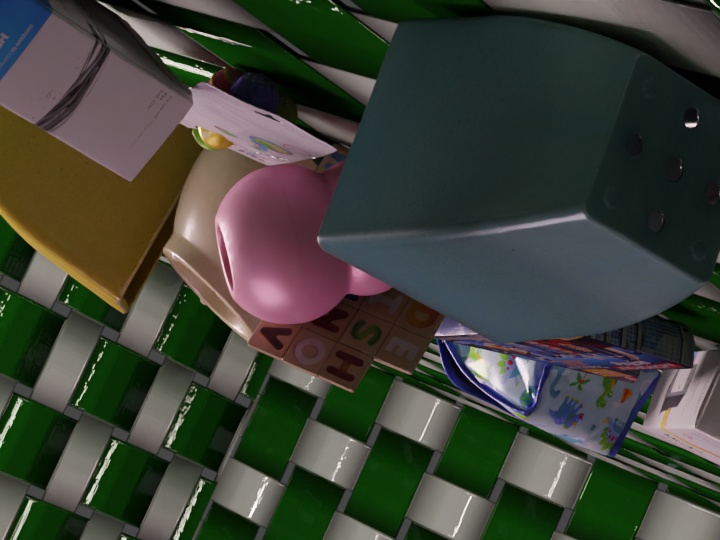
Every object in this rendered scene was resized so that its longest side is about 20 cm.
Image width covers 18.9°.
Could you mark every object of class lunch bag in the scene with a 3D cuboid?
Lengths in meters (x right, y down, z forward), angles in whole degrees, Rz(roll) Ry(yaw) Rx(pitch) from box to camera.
[{"bbox_3d":[0.171,0.086,2.178,0.170,0.128,0.200,28,-173,-46],"label":"lunch bag"}]

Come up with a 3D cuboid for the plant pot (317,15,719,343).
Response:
[{"bbox_3d":[0.103,-0.049,1.146,0.141,0.142,0.199,28,167,-28],"label":"plant pot"}]

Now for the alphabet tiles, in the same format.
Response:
[{"bbox_3d":[0.000,0.000,1.739,0.166,0.201,0.008,22,153,21],"label":"alphabet tiles"}]

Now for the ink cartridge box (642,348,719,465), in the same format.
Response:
[{"bbox_3d":[0.360,0.139,1.995,0.147,0.086,0.200,25,173,-3],"label":"ink cartridge box"}]

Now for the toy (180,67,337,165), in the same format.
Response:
[{"bbox_3d":[-0.090,-0.127,1.686,0.114,0.048,0.200,25,169,-16],"label":"toy"}]

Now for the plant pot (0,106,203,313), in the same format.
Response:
[{"bbox_3d":[-0.257,-0.098,2.005,0.199,0.195,0.196,30,174,-2],"label":"plant pot"}]

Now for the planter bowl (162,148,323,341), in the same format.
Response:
[{"bbox_3d":[-0.087,-0.022,1.889,0.200,0.135,0.200,42,169,10],"label":"planter bowl"}]

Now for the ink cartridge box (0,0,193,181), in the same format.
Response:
[{"bbox_3d":[-0.238,-0.169,1.578,0.200,0.086,0.146,33,-170,-45],"label":"ink cartridge box"}]

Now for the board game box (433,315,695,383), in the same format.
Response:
[{"bbox_3d":[0.196,0.049,1.890,0.198,0.062,0.199,15,170,-29],"label":"board game box"}]

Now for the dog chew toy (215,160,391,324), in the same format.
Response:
[{"bbox_3d":[-0.011,-0.032,1.690,0.198,0.126,0.125,-13,180,-9],"label":"dog chew toy"}]
